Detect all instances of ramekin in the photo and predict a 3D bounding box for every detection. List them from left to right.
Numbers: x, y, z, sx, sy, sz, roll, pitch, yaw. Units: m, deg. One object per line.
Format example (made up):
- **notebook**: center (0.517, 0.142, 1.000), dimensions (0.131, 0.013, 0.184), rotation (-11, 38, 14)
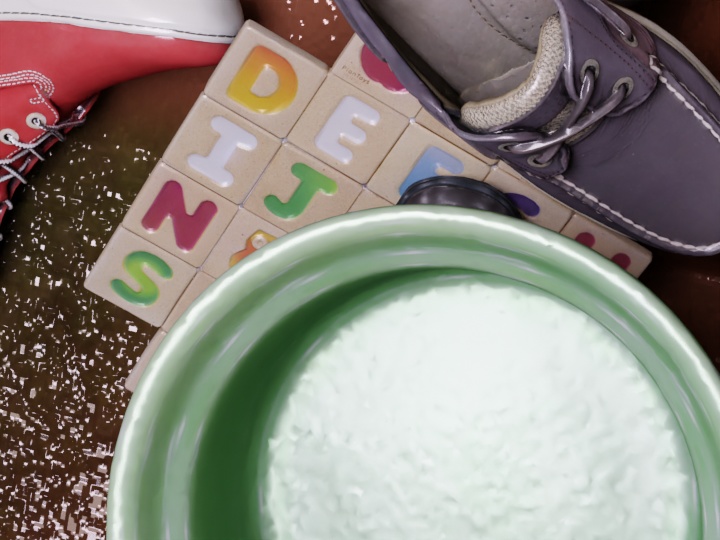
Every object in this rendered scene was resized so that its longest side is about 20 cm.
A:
- **ramekin**: center (0.029, 0.077, 0.682), dimensions (0.200, 0.098, 0.200), rotation (1, 93, 13)

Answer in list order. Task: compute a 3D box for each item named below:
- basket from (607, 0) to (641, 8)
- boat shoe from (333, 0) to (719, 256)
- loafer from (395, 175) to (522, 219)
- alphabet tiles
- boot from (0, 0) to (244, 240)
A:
- **basket**: center (0.086, -0.169, 0.742), dimensions (0.200, 0.136, 0.180), rotation (-37, 67, 22)
- **boat shoe**: center (0.052, -0.065, 0.691), dimensions (0.200, 0.065, 0.072), rotation (41, 112, -15)
- **loafer**: center (0.022, 0.065, 0.769), dimensions (0.073, 0.072, 0.200), rotation (10, 116, 8)
- **alphabet tiles**: center (0.000, 0.000, 0.784), dimensions (0.166, 0.006, 0.200), rotation (30, 123, -9)
- **boot**: center (-0.133, -0.049, 0.865), dimensions (0.200, 0.072, 0.145), rotation (1, 92, 30)
